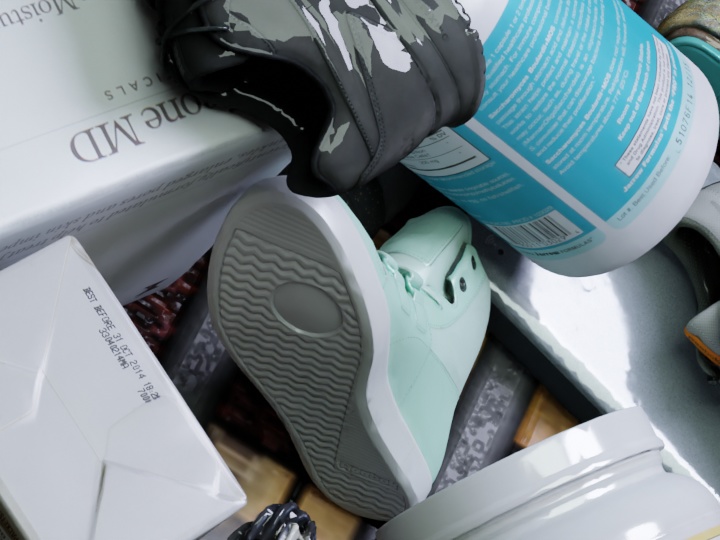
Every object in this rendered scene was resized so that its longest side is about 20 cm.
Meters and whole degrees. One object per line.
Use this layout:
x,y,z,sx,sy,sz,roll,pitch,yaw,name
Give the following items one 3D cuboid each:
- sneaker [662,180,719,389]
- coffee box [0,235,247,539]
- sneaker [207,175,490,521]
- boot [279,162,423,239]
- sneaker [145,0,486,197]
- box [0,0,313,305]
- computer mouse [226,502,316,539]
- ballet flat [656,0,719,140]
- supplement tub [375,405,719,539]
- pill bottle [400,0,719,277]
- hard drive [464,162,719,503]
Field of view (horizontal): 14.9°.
0.189,0.050,1.208,0.079,0.074,0.201,-13,69,-18,sneaker
-0.133,0.082,1.008,0.080,0.200,0.115,-31,84,-29,coffee box
0.000,0.000,1.125,0.073,0.201,0.119,9,55,22,sneaker
-0.013,-0.118,1.201,0.132,0.070,0.201,-42,120,-32,boot
-0.046,-0.112,0.970,0.200,0.076,0.091,47,62,3,sneaker
-0.149,-0.048,1.052,0.198,0.200,0.131,-23,80,-31,box
-0.091,0.178,1.038,0.199,0.139,0.053,-26,56,-21,computer mouse
0.221,-0.057,1.304,0.200,0.071,0.071,44,59,-3,ballet flat
0.102,0.171,1.111,0.145,0.145,0.201,-20,79,-29,supplement tub
0.050,-0.089,1.136,0.200,0.111,0.111,36,57,-34,pill bottle
0.141,0.020,1.252,0.200,0.033,0.140,45,59,-2,hard drive
